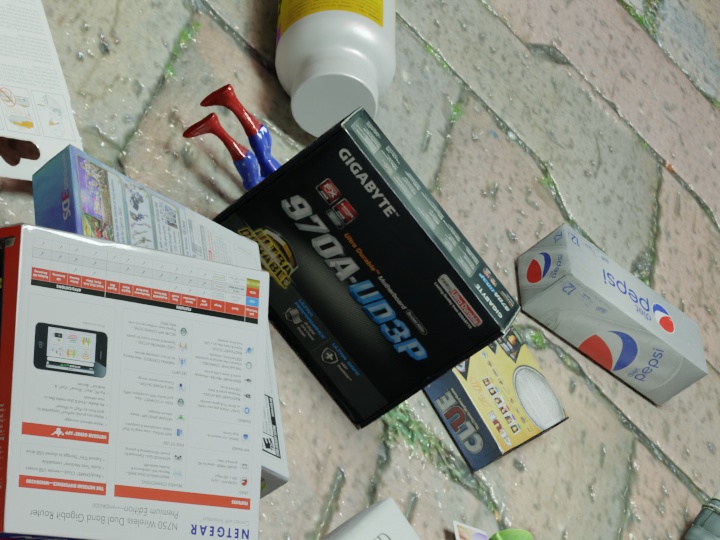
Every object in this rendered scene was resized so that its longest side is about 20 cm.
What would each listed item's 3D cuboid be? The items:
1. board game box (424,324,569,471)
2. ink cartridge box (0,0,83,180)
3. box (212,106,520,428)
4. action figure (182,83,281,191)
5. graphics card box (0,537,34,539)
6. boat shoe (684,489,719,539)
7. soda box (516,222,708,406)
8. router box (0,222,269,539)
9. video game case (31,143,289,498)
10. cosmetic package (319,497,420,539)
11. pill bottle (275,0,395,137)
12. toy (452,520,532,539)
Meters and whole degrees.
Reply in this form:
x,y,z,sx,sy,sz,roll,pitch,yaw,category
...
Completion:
x,y,z,sx,sy,sz,roll,pitch,yaw,category
0.084,0.060,1.947,0.201,0.035,0.135,59,30,7,board game box
-0.280,-0.147,1.637,0.162,0.050,0.201,6,63,-53,ink cartridge box
0.000,0.000,1.762,0.200,0.159,0.046,52,31,-6,box
-0.062,-0.055,1.840,0.200,0.052,0.066,48,35,-21,action figure
-0.194,0.130,1.462,0.125,0.051,0.201,41,31,-22,graphics card box
0.363,0.293,2.107,0.062,0.073,0.201,-40,105,-17,boat shoe
0.233,0.043,2.147,0.200,0.063,0.069,34,34,-32,soda box
-0.146,0.076,1.407,0.199,0.049,0.181,13,76,-44,router box
-0.134,0.037,1.548,0.181,0.045,0.201,30,39,-40,video game case
-0.014,0.285,1.449,0.201,0.165,0.165,55,29,1,cosmetic package
-0.021,-0.205,1.993,0.104,0.104,0.201,36,34,-29,pill bottle
0.133,0.286,1.776,0.115,0.047,0.201,26,40,-37,toy
